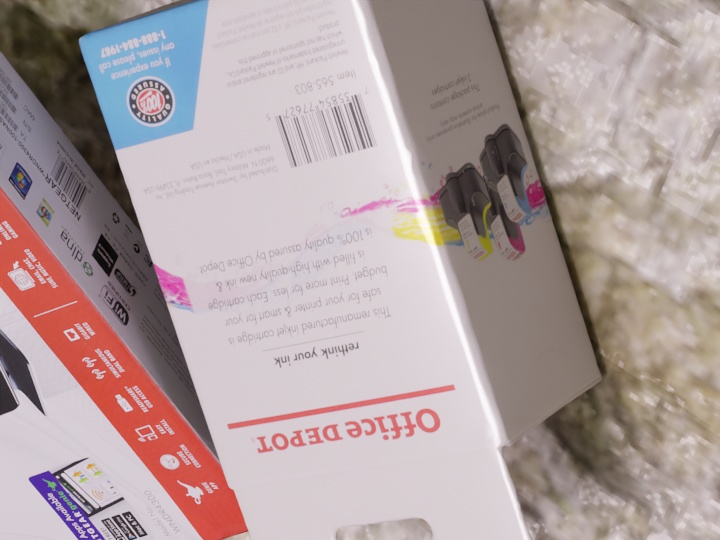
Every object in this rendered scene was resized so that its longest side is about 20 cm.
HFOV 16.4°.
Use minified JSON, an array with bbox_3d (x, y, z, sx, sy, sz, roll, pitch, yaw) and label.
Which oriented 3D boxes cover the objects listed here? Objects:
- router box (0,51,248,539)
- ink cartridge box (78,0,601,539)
[{"bbox_3d":[-0.151,0.030,0.868,0.179,0.049,0.200,-21,121,28],"label":"router box"},{"bbox_3d":[0.000,0.000,0.807,0.115,0.068,0.200,-11,100,37],"label":"ink cartridge box"}]
